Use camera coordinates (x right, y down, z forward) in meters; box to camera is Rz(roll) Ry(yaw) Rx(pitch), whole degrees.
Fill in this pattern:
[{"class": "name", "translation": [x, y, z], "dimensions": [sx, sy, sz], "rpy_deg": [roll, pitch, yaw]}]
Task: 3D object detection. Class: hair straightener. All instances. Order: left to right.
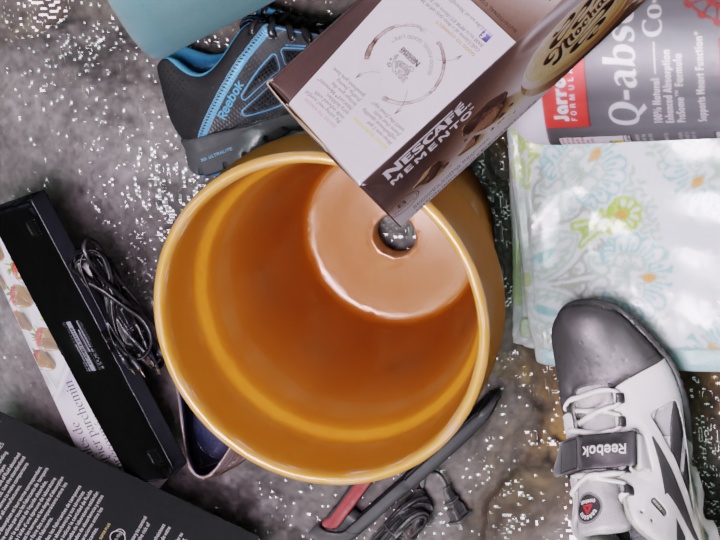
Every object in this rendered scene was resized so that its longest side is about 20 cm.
[{"class": "hair straightener", "translation": [0.030, 0.148, 1.830], "dimensions": [0.077, 0.041, 0.200], "rpy_deg": [38, 114, 1]}]

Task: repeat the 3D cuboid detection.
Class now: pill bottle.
[{"class": "pill bottle", "translation": [0.141, -0.130, 1.634], "dimensions": [0.199, 0.116, 0.117], "rpy_deg": [-3, 108, 9]}]

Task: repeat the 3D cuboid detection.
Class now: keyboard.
[{"class": "keyboard", "translation": [-0.156, 0.038, 1.801], "dimensions": [0.104, 0.040, 0.201], "rpy_deg": [-9, 111, 59]}]

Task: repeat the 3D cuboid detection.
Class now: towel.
[{"class": "towel", "translation": [0.185, -0.026, 1.723], "dimensions": [0.199, 0.048, 0.172], "rpy_deg": [1, 109, 16]}]

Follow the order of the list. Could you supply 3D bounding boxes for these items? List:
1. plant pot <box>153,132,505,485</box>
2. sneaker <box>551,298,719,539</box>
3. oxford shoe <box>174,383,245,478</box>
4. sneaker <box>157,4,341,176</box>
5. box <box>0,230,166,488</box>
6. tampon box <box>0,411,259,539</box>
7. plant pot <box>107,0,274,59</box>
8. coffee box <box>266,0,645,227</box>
[{"class": "plant pot", "translation": [0.000, 0.000, 1.711], "dimensions": [0.199, 0.183, 0.201], "rpy_deg": [5, 110, 15]}, {"class": "sneaker", "translation": [0.155, 0.117, 1.708], "dimensions": [0.074, 0.088, 0.201], "rpy_deg": [-17, 97, 36]}, {"class": "oxford shoe", "translation": [-0.080, 0.036, 1.807], "dimensions": [0.071, 0.073, 0.201], "rpy_deg": [7, 110, 14]}, {"class": "sneaker", "translation": [-0.034, -0.125, 1.739], "dimensions": [0.199, 0.073, 0.082], "rpy_deg": [-22, 99, 21]}, {"class": "box", "translation": [-0.184, 0.057, 1.863], "dimensions": [0.039, 0.041, 0.201], "rpy_deg": [-19, 101, 22]}, {"class": "tampon box", "translation": [-0.189, 0.212, 1.844], "dimensions": [0.199, 0.127, 0.150], "rpy_deg": [25, 141, 6]}, {"class": "plant pot", "translation": [-0.078, -0.243, 1.651], "dimensions": [0.160, 0.201, 0.202], "rpy_deg": [-20, 102, 10]}, {"class": "coffee box", "translation": [0.058, -0.126, 1.532], "dimensions": [0.200, 0.113, 0.080], "rpy_deg": [-42, 75, 1]}]
